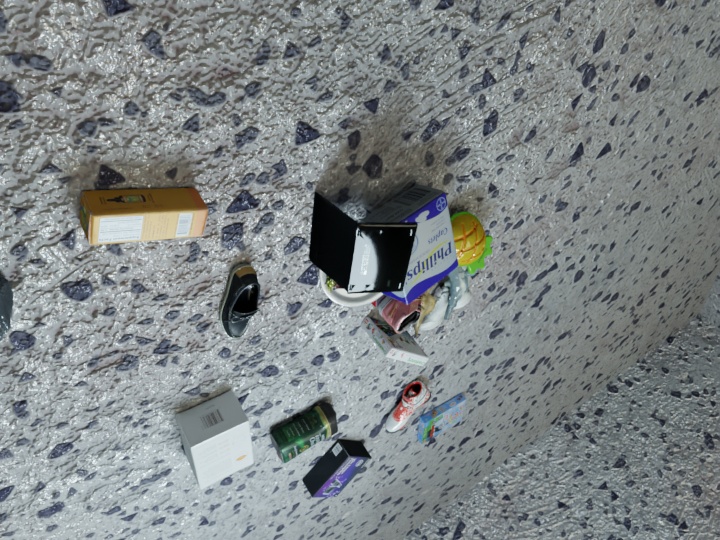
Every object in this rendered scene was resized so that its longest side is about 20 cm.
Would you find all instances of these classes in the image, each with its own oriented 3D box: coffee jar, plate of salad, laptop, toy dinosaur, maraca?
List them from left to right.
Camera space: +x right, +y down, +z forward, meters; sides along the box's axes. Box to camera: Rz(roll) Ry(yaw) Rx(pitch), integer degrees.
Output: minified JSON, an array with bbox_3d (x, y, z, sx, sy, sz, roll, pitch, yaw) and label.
[{"bbox_3d":[-0.158,0.469,1.783,0.198,0.085,0.105,-26,141,-20],"label":"coffee jar"},{"bbox_3d":[0.000,0.000,1.437,0.197,0.048,0.203,-9,118,-16],"label":"plate of salad"},{"bbox_3d":[0.000,-0.058,1.306,0.197,0.117,0.189,-2,133,-12],"label":"laptop"},{"bbox_3d":[0.160,0.104,1.693,0.100,0.058,0.203,7,109,-24],"label":"toy dinosaur"},{"bbox_3d":[0.277,-0.071,1.592,0.199,0.107,0.138,32,90,-38],"label":"maraca"}]

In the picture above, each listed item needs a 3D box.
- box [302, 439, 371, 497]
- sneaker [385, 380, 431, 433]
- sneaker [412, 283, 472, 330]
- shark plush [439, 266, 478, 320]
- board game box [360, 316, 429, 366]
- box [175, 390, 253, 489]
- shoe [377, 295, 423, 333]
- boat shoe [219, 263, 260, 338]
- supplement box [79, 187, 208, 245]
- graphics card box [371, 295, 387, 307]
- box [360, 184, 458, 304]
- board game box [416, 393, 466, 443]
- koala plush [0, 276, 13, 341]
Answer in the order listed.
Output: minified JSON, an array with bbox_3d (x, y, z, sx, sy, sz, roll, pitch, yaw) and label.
[{"bbox_3d":[-0.078,0.670,2.071,0.201,0.079,0.141,-50,145,12],"label":"box"},{"bbox_3d":[0.147,0.454,2.061,0.201,0.067,0.108,-42,143,-5],"label":"sneaker"},{"bbox_3d":[0.224,0.092,1.774,0.199,0.075,0.100,-37,124,-5],"label":"sneaker"},{"bbox_3d":[0.253,0.035,1.706,0.082,0.091,0.202,3,117,-26],"label":"shark plush"},{"bbox_3d":[0.098,0.198,1.704,0.035,0.126,0.199,-50,142,13],"label":"board game box"},{"bbox_3d":[-0.362,0.425,1.537,0.151,0.107,0.202,-21,139,-26],"label":"box"},{"bbox_3d":[0.138,0.064,1.547,0.200,0.091,0.071,-46,144,8],"label":"shoe"},{"bbox_3d":[-0.256,0.079,1.318,0.074,0.062,0.202,-12,136,-35],"label":"boat shoe"},{"bbox_3d":[-0.365,-0.094,1.039,0.198,0.067,0.069,-5,134,-38],"label":"supplement box"},{"bbox_3d":[0.107,0.001,1.575,0.198,0.051,0.126,-26,141,-22],"label":"graphics card box"},{"bbox_3d":[0.118,-0.061,1.402,0.183,0.104,0.202,-34,125,-27],"label":"box"},{"bbox_3d":[0.310,0.568,2.349,0.198,0.037,0.153,-25,140,-23],"label":"board game box"},{"bbox_3d":[-0.633,0.055,0.879,0.197,0.185,0.179,-13,136,-16],"label":"koala plush"}]
